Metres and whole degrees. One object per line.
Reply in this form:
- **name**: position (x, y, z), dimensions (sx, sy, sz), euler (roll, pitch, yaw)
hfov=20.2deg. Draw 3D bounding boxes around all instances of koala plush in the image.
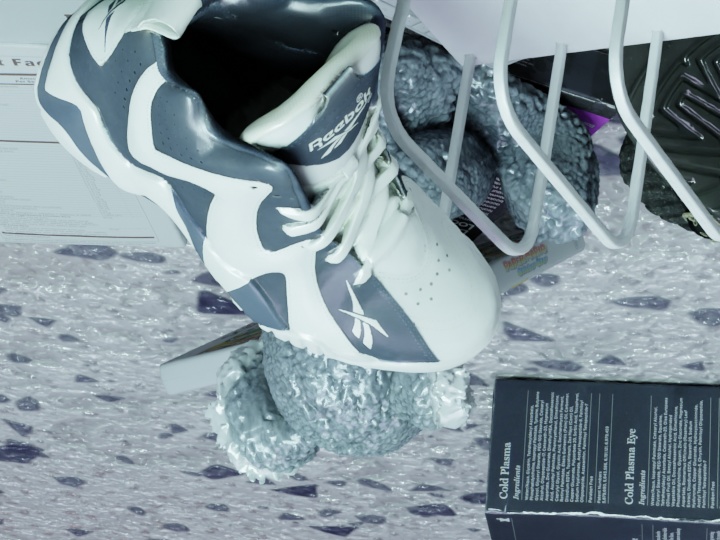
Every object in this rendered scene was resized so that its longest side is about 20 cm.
- **koala plush**: position (0.000, 0.000, 0.978), dimensions (0.176, 0.202, 0.183), euler (-14, 147, 38)

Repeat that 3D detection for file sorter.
- **file sorter**: position (0.088, -0.085, 0.793), dimensions (0.199, 0.126, 0.139), euler (-3, 153, 32)

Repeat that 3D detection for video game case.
- **video game case**: position (0.008, 0.021, 1.194), dimensions (0.199, 0.023, 0.182), euler (-15, -174, 38)

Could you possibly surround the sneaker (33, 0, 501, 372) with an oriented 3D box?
- **sneaker**: position (-0.011, -0.034, 0.702), dimensions (0.199, 0.080, 0.129), euler (43, 159, -15)

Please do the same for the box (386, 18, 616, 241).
- **box**: position (0.032, -0.077, 1.085), dimensions (0.142, 0.036, 0.200), euler (16, 152, -17)

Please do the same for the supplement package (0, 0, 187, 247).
- **supplement package**: position (-0.149, -0.104, 0.977), dimensions (0.113, 0.110, 0.200), euler (2, 155, 9)

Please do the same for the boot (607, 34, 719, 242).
- **boot**: position (0.169, -0.066, 0.982), dimensions (0.211, 0.080, 0.158), euler (41, 180, -27)

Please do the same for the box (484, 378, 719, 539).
- **box**: position (0.190, 0.165, 1.485), dimensions (0.180, 0.105, 0.200), euler (1, 155, 8)

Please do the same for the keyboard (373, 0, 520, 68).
- **keyboard**: position (0.004, -0.132, 0.890), dimensions (0.199, 0.011, 0.056), euler (22, 152, -33)
